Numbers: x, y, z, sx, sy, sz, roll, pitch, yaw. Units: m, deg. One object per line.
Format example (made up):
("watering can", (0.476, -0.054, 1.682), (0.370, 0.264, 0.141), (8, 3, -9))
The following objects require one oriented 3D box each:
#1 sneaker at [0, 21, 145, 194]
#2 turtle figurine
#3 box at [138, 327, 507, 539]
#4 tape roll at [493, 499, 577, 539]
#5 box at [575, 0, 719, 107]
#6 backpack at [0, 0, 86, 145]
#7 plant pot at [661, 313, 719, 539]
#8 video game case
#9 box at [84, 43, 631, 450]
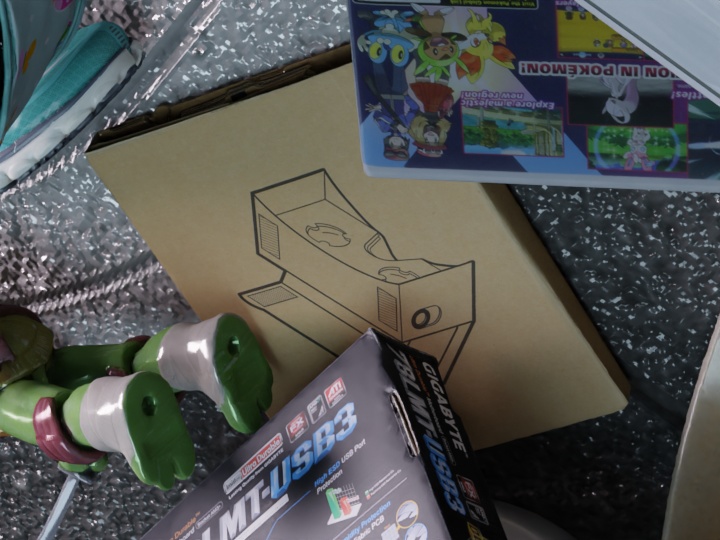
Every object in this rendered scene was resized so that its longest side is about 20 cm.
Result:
("sneaker", (-0.180, -0.070, 1.163), (0.199, 0.078, 0.080), (-13, 115, 31))
("turtle figurine", (-0.137, 0.090, 1.228), (0.193, 0.201, 0.144), (-7, 164, 36))
("box", (-0.022, 0.160, 1.142), (0.200, 0.199, 0.050), (-42, 133, 22))
("tape roll", (0.034, 0.200, 1.235), (0.201, 0.071, 0.204), (0, 88, 12))
("box", (0.153, -0.114, 0.963), (0.200, 0.060, 0.117), (34, 129, -17))
("backpack", (-0.197, -0.132, 1.056), (0.199, 0.153, 0.176), (25, 137, 13))
("plant pot", (0.231, 0.093, 1.075), (0.182, 0.201, 0.201), (15, 135, -7))
("video game case", (0.092, -0.107, 1.038), (0.199, 0.023, 0.183), (3, 130, 10))
("box", (0.000, 0.000, 1.184), (0.163, 0.021, 0.200), (-16, 121, 32))
